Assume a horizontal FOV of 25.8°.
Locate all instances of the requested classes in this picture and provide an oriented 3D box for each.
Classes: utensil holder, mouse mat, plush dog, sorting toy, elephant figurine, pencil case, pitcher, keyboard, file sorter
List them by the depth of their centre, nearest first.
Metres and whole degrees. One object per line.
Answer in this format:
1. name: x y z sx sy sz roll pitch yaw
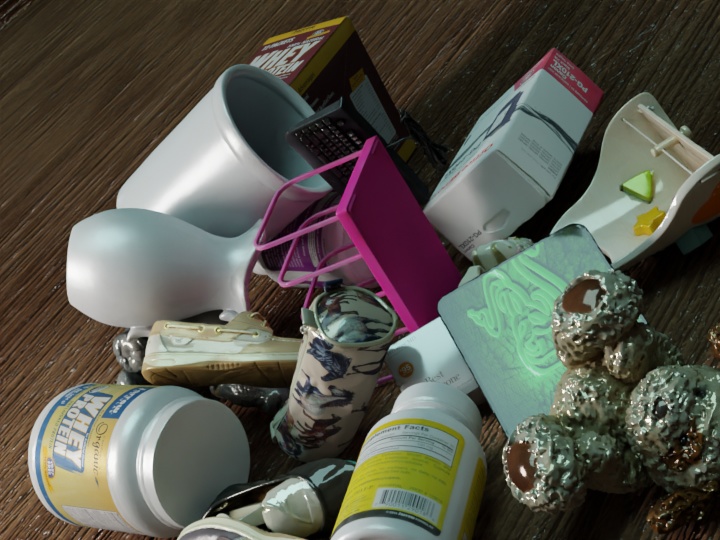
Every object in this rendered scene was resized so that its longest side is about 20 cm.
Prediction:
1. plush dog: 0.230 0.120 1.234 0.170 0.160 0.202 14 76 37
2. mouse mat: 0.173 0.061 1.405 0.160 0.008 0.201 -30 53 1
3. pencil case: -0.030 0.099 1.464 0.088 0.201 0.078 11 47 -8
4. sorting toy: 0.270 -0.057 1.525 0.179 0.107 0.200 -37 26 3
5. file sorter: 0.000 0.000 1.587 0.124 0.201 0.140 -20 27 26
6. pitcher: -0.200 0.025 1.619 0.197 0.174 0.121 4 -11 -2
7. keyboard: 0.020 -0.117 1.622 0.126 0.200 0.021 -28 54 16
8. elephant figurine: -0.156 0.092 1.698 0.197 0.157 0.141 -12 -4 14
9. utensil holder: -0.149 -0.096 1.724 0.200 0.170 0.171 -39 19 29

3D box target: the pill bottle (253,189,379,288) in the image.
1. pill bottle: -0.051 -0.036 1.804 0.199 0.113 0.112 1 39 47

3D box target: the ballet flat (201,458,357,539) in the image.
1. ballet flat: -0.073 0.218 1.408 0.199 0.069 0.068 -23 2 44

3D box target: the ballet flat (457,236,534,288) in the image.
1. ballet flat: 0.132 0.012 1.576 0.075 0.064 0.201 -16 29 30

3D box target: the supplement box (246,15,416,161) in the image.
1. supplement box: -0.062 -0.169 1.951 0.132 0.201 0.198 -9 32 37

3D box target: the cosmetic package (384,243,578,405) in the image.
1. cosmetic package: 0.124 0.064 1.463 0.199 0.051 0.083 -31 64 0

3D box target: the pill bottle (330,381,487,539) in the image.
1. pill bottle: 0.045 0.186 1.303 0.110 0.112 0.201 -16 28 27

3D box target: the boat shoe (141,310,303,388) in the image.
1. boat shoe: -0.116 0.073 1.548 0.197 0.074 0.070 0 65 1

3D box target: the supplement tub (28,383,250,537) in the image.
1. supplement tub: -0.218 0.185 1.546 0.198 0.146 0.145 -3 36 44

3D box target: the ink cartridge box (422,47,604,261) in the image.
1. ink cartridge box: 0.167 -0.125 1.709 0.145 0.084 0.201 -42 12 45

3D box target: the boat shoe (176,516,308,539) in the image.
1. boat shoe: -0.100 0.265 1.366 0.198 0.073 0.065 2 35 40
